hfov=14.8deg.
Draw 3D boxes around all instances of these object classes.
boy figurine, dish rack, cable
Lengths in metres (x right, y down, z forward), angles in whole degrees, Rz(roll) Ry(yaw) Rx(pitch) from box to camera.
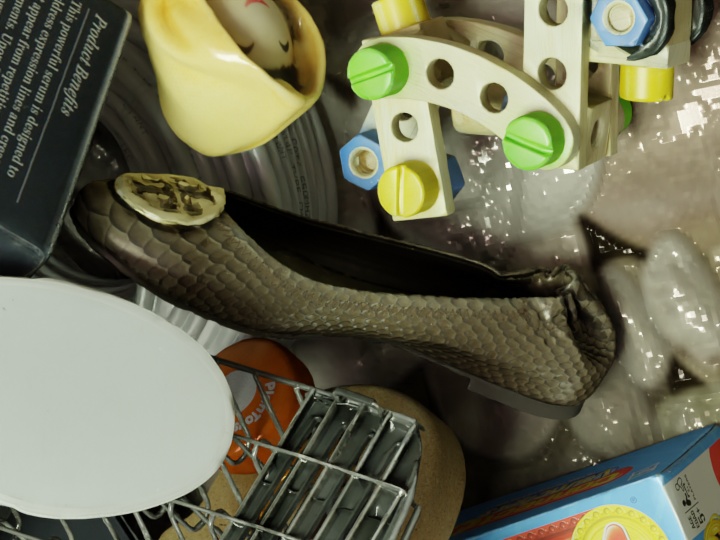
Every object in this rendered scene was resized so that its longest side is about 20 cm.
[{"bbox_3d":[-0.054,-0.140,0.910,0.064,0.124,0.201,-9,82,36],"label":"boy figurine"},{"bbox_3d":[-0.076,0.088,0.878,0.199,0.154,0.055,14,150,34],"label":"dish rack"},{"bbox_3d":[-0.104,-0.025,1.013,0.200,0.069,0.200,42,119,11],"label":"cable"}]

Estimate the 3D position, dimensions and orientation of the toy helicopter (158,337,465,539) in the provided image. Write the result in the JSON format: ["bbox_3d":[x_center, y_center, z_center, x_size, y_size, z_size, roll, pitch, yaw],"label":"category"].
[{"bbox_3d":[-0.032,0.129,0.924,0.132,0.079,0.200,26,78,43],"label":"toy helicopter"}]

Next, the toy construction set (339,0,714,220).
[{"bbox_3d":[0.045,-0.112,0.898,0.131,0.092,0.201,7,119,27],"label":"toy construction set"}]

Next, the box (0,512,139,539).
[{"bbox_3d":[-0.143,0.175,1.039,0.148,0.104,0.200,56,143,4],"label":"box"}]

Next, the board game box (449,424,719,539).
[{"bbox_3d":[0.074,0.179,0.984,0.199,0.056,0.197,-23,93,32],"label":"board game box"}]

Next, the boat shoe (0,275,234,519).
[{"bbox_3d":[-0.140,0.037,0.842,0.199,0.066,0.072,0,91,-11],"label":"boat shoe"}]

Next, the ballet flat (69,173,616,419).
[{"bbox_3d":[0.000,0.000,0.917,0.199,0.067,0.046,19,117,-22],"label":"ballet flat"}]

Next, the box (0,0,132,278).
[{"bbox_3d":[-0.200,-0.059,0.883,0.199,0.107,0.148,31,140,-19],"label":"box"}]
